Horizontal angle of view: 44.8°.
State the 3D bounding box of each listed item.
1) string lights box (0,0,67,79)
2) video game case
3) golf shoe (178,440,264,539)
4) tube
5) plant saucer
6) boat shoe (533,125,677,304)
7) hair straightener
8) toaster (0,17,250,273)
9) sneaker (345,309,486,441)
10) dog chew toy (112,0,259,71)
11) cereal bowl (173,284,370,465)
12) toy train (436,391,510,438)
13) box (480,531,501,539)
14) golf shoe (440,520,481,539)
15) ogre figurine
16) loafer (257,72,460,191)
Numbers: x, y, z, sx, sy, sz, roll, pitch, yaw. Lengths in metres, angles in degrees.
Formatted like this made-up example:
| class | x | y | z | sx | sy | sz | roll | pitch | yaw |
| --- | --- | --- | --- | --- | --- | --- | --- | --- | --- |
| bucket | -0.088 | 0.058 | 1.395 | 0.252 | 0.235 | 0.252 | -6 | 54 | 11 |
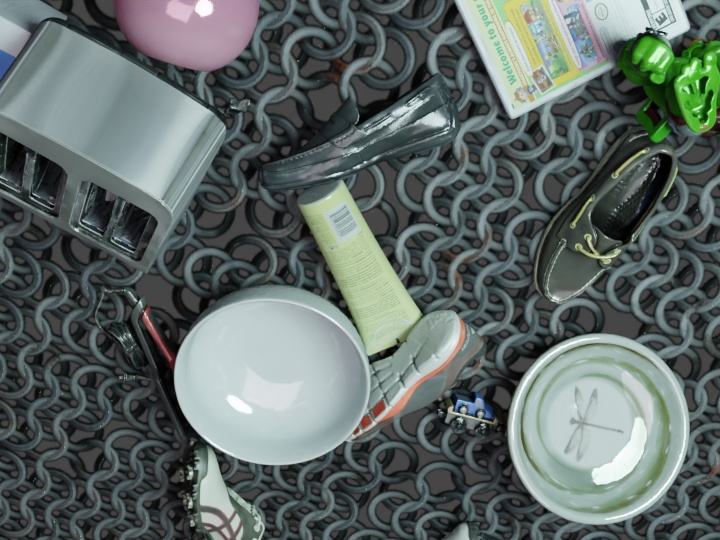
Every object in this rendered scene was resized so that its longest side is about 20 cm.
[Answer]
| class | x | y | z | sx | sy | sz | roll | pitch | yaw |
| --- | --- | --- | --- | --- | --- | --- | --- | --- | --- |
| string lights box | -0.347 | -0.152 | 0.802 | 0.059 | 0.103 | 0.200 | 28 | 112 | -11 |
| video game case | 0.176 | -0.265 | 0.788 | 0.182 | 0.022 | 0.200 | -26 | 111 | 11 |
| golf shoe | -0.160 | 0.277 | 1.011 | 0.088 | 0.077 | 0.201 | -11 | 117 | -16 |
| tube | 0.000 | 0.000 | 0.895 | 0.058 | 0.052 | 0.200 | 3 | 130 | 47 |
| plant saucer | 0.248 | 0.166 | 0.937 | 0.199 | 0.050 | 0.201 | 0 | 90 | -7 |
| boat shoe | 0.237 | -0.046 | 0.860 | 0.072 | 0.061 | 0.201 | 25 | 111 | -10 |
| hair straightener | -0.233 | 0.101 | 0.942 | 0.077 | 0.041 | 0.200 | -25 | 111 | 11 |
| toaster | -0.224 | -0.106 | 0.768 | 0.181 | 0.119 | 0.200 | 29 | 150 | -12 |
| sneaker | 0.057 | 0.127 | 0.933 | 0.082 | 0.077 | 0.200 | 28 | 124 | -33 |
| dog chew toy | -0.135 | -0.275 | 0.740 | 0.124 | 0.125 | 0.200 | 16 | 105 | -6 |
| cereal bowl | -0.088 | 0.100 | 0.917 | 0.199 | 0.083 | 0.201 | 1 | 113 | 1 |
| toy train | 0.183 | 0.171 | 0.969 | 0.199 | 0.034 | 0.046 | 13 | 100 | -6 |
| box | 0.173 | 0.442 | 1.058 | 0.163 | 0.086 | 0.200 | 24 | 111 | -9 |
| golf shoe | 0.066 | 0.364 | 1.032 | 0.094 | 0.078 | 0.200 | 29 | 110 | -11 |
| ogre figurine | 0.295 | -0.152 | 0.768 | 0.199 | 0.120 | 0.098 | 9 | 113 | -16 |
| loafer | -0.006 | -0.129 | 0.828 | 0.200 | 0.068 | 0.071 | -19 | 104 | 3 |
